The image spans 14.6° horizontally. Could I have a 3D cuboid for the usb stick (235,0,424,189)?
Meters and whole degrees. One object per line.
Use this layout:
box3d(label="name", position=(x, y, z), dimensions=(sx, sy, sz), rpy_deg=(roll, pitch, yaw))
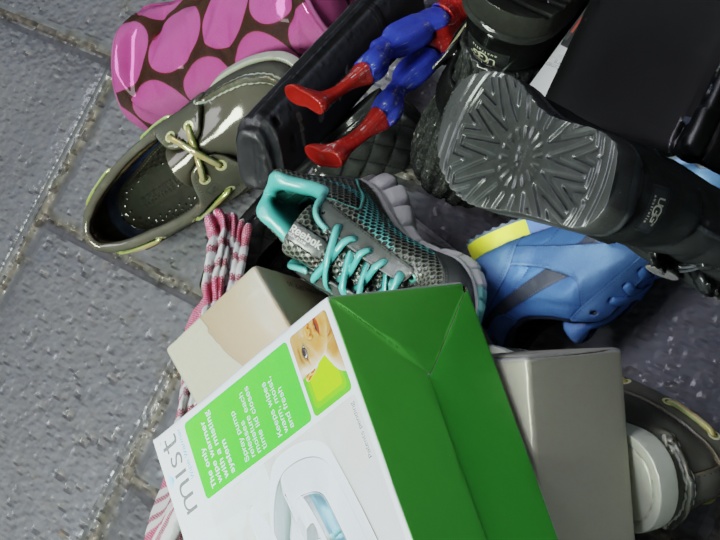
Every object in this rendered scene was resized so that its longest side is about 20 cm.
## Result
box3d(label="usb stick", position=(-0.016, -0.119, 1.715), dimensions=(0.032, 0.056, 0.200), rpy_deg=(17, 42, 24))

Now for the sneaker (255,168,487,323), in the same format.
box3d(label="sneaker", position=(0.000, 0.000, 1.573), dimensions=(0.200, 0.091, 0.078), rpy_deg=(46, 116, 56))

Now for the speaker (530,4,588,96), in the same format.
box3d(label="speaker", position=(0.175, -0.148, 1.540), dimensions=(0.200, 0.081, 0.081), rpy_deg=(-53, 37, -1))

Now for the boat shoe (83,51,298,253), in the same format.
box3d(label="boat shoe", position=(-0.105, -0.071, 1.822), dimensions=(0.201, 0.072, 0.060), rpy_deg=(-36, 0, 38))

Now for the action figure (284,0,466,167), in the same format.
box3d(label="action figure", position=(0.023, -0.145, 1.695), dimensions=(0.200, 0.066, 0.099), rpy_deg=(-36, 37, -26))

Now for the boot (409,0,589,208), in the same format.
box3d(label="boot", position=(0.109, -0.144, 1.632), dimensions=(0.079, 0.211, 0.158), rpy_deg=(35, 140, 20))

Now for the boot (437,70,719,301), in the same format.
box3d(label="boot", position=(0.154, -0.028, 1.408), dimensions=(0.165, 0.199, 0.066), rpy_deg=(37, 106, 55))

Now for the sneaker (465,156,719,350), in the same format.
box3d(label="sneaker", position=(0.146, -0.008, 1.526), dimensions=(0.199, 0.066, 0.079), rpy_deg=(-24, 71, 34))

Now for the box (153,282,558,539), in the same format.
box3d(label="box", position=(0.004, 0.135, 1.391), dimensions=(0.176, 0.096, 0.201), rpy_deg=(-37, 65, 45))

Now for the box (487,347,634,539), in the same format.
box3d(label="box", position=(0.090, 0.141, 1.412), dimensions=(0.082, 0.068, 0.202), rpy_deg=(-3, 90, 53))

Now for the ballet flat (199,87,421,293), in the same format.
box3d(label="ballet flat", position=(-0.032, -0.037, 1.755), dimensions=(0.200, 0.057, 0.067), rpy_deg=(-41, 6, 32))

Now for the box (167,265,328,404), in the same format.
box3d(label="box", position=(-0.016, 0.103, 1.560), dimensions=(0.078, 0.095, 0.201), rpy_deg=(-43, 61, 19))

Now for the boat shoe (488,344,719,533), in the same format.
box3d(label="boat shoe", position=(0.120, 0.084, 1.489), dimensions=(0.201, 0.060, 0.073), rpy_deg=(27, 123, 55))

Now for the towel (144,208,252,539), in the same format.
box3d(label="towel", position=(-0.104, 0.080, 1.701), dimensions=(0.147, 0.030, 0.201), rpy_deg=(109, 172, -53))

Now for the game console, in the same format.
box3d(label="game console", position=(0.220, -0.132, 1.464), dimensions=(0.201, 0.175, 0.116), rpy_deg=(-65, 8, -8))

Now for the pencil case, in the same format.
box3d(label="pencil case", position=(-0.082, -0.162, 1.864), dimensions=(0.199, 0.091, 0.094), rpy_deg=(-22, 89, 38))

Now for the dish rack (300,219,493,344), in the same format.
box3d(label="dish rack", position=(-0.014, 0.062, 1.674), dimensions=(0.201, 0.043, 0.172), rpy_deg=(-58, 38, 6))
